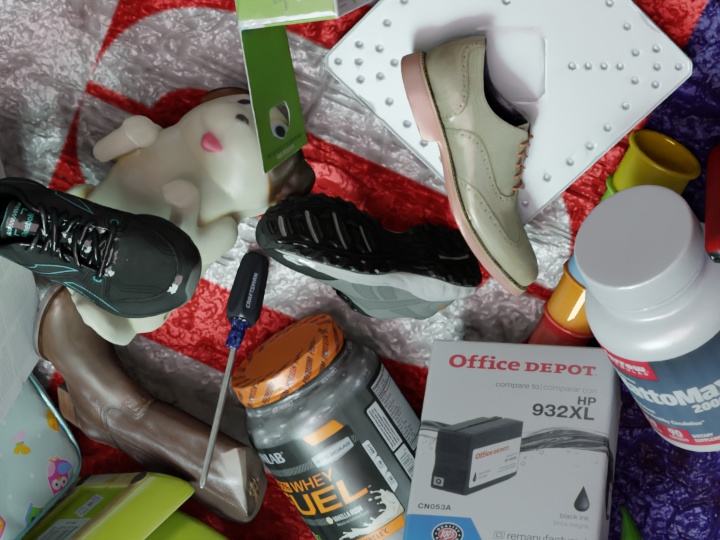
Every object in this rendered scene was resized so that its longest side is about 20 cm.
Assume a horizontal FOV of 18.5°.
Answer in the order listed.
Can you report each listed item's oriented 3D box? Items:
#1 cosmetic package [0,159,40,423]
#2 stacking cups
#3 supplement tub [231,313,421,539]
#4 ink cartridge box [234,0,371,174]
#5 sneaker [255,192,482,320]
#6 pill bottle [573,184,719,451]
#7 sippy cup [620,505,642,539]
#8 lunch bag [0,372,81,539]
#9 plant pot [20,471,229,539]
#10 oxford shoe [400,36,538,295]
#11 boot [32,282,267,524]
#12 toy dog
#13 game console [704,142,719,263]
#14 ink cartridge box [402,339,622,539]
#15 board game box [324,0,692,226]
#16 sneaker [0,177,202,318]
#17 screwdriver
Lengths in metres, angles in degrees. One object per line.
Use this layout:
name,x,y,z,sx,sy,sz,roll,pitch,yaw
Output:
cosmetic package,-0.300,0.023,1.644,0.051,0.151,0.201,4,130,16
stacking cups,0.188,-0.011,1.680,0.060,0.061,0.201,24,121,-2
supplement tub,-0.009,0.141,1.738,0.122,0.123,0.200,-28,107,20
ink cartridge box,-0.036,-0.182,1.561,0.075,0.148,0.201,-7,101,12
sneaker,0.000,0.000,1.662,0.199,0.074,0.079,16,133,-39
pill bottle,0.231,0.033,1.612,0.119,0.120,0.200,-20,137,17
sippy cup,0.129,0.239,1.752,0.177,0.131,0.140,9,119,3
lunch bag,-0.320,0.127,1.765,0.077,0.160,0.201,-15,114,40
plant pot,-0.190,0.273,1.750,0.182,0.199,0.200,55,154,-13
oxford shoe,0.097,-0.076,1.624,0.073,0.071,0.201,-20,110,14
boot,-0.156,0.105,1.714,0.199,0.064,0.187,31,152,25
toy dog,-0.129,-0.046,1.656,0.200,0.194,0.140,-41,59,7
game console,0.342,-0.044,1.554,0.172,0.200,0.119,-28,106,19
ink cartridge box,0.114,0.157,1.650,0.144,0.201,0.084,3,146,11
board game box,0.109,-0.156,1.638,0.200,0.026,0.200,43,113,-11
sneaker,-0.204,-0.017,1.545,0.199,0.079,0.076,16,91,26
screwdriver,-0.103,0.073,1.694,0.028,0.201,0.029,-12,140,37
